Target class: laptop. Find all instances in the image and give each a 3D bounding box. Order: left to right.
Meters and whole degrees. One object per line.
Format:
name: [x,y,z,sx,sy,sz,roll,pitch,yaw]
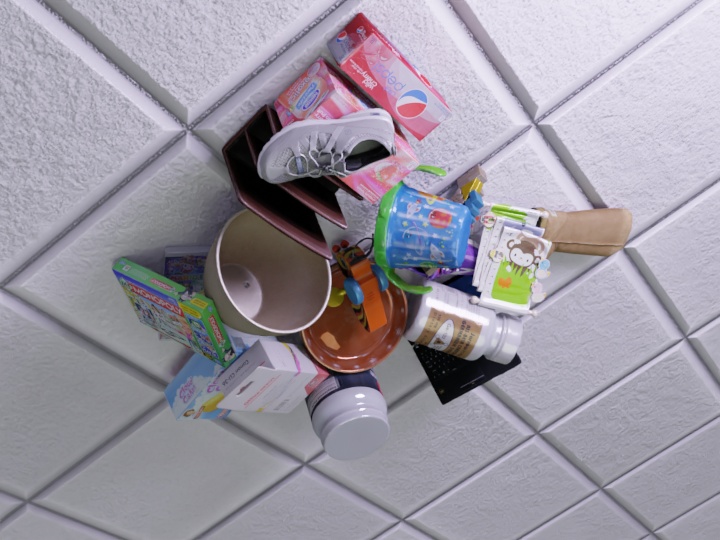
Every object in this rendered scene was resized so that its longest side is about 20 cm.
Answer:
laptop: [0.180,0.128,1.721,0.176,0.201,0.103,-29,172,8]

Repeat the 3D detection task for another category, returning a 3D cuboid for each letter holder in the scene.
letter holder: [-0.090,-0.123,1.348,0.100,0.143,0.199,-40,133,19]

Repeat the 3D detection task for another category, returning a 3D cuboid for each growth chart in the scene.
growth chart: [0.265,-0.019,1.590,0.143,0.018,0.202,4,104,-5]

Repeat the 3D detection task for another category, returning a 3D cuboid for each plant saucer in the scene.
plant saucer: [-0.014,0.078,1.595,0.198,0.032,0.202,-5,103,-20]

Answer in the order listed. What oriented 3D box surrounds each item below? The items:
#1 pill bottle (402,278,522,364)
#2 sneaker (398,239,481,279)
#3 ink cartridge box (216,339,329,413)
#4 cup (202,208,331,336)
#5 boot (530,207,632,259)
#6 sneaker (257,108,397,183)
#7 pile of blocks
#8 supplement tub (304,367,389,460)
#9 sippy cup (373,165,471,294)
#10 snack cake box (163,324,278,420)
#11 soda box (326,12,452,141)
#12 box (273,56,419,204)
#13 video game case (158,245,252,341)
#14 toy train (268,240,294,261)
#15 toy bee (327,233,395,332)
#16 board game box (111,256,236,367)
pill bottle: [0.184,0.098,1.645,0.198,0.115,0.115,19,126,-9]
sneaker: [0.134,-0.012,1.585,0.198,0.084,0.081,6,130,-27]
ink cartridge box: [-0.159,0.181,1.550,0.116,0.068,0.199,-43,152,18]
cup: [-0.165,0.018,1.416,0.199,0.202,0.143,14,154,-32]
boot: [0.383,-0.038,1.669,0.198,0.066,0.176,1,129,-23]
sneaker: [-0.044,-0.161,1.236,0.198,0.082,0.075,-20,136,-1]
pile of blocks: [0.168,-0.071,1.505,0.062,0.082,0.201,35,84,-40]
supplement tub: [-0.032,0.227,1.663,0.139,0.201,0.141,-11,135,-11]
sippy cup: [0.101,-0.061,1.416,0.129,0.140,0.179,11,144,16]
snack cake box: [-0.242,0.178,1.606,0.114,0.067,0.200,5,135,-49]
soda box: [0.045,-0.275,1.314,0.070,0.064,0.200,-39,134,18]
box: [-0.019,-0.201,1.336,0.102,0.095,0.200,-38,134,17]
video game case: [-0.261,0.040,1.526,0.142,0.018,0.201,-2,132,-19]
toy train: [-0.137,0.015,1.538,0.056,0.042,0.201,2,131,-9]
toy bee: [0.000,0.000,1.525,0.130,0.109,0.202,-9,127,-32]
board game box: [-0.292,0.065,1.427,0.029,0.199,0.135,-49,144,-29]
